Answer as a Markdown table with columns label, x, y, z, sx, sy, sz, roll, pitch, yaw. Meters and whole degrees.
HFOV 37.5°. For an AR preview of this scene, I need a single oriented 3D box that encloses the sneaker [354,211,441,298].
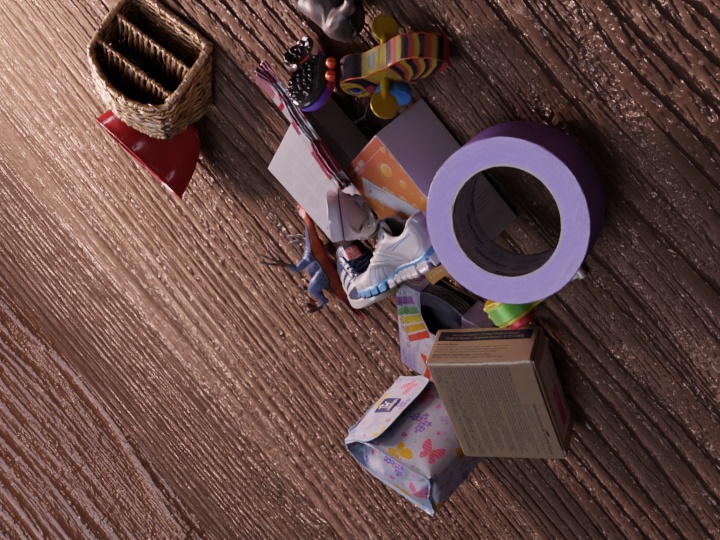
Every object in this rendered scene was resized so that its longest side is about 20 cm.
| label | x | y | z | sx | sy | sz | roll | pitch | yaw |
| --- | --- | --- | --- | --- | --- | --- | --- | --- | --- |
| sneaker | 0.045 | -0.026 | 1.402 | 0.087 | 0.075 | 0.199 | 59 | 143 | -1 |

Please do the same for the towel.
| label | x | y | z | sx | sy | sz | roll | pitch | yaw |
| --- | --- | --- | --- | --- | --- | --- | --- | --- | --- |
| towel | -0.081 | -0.193 | 1.462 | 0.201 | 0.023 | 0.144 | 55 | 178 | -5 |

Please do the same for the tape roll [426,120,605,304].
| label | x | y | z | sx | sy | sz | roll | pitch | yaw |
| --- | --- | --- | --- | --- | --- | --- | --- | --- | --- |
| tape roll | 0.182 | -0.069 | 1.249 | 0.197 | 0.085 | 0.203 | 9 | 112 | 22 |

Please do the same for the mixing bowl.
| label | x | y | z | sx | sy | sz | roll | pitch | yaw |
| --- | --- | --- | --- | --- | --- | --- | --- | --- | --- |
| mixing bowl | -0.349 | -0.229 | 1.830 | 0.200 | 0.109 | 0.200 | 42 | 176 | 4 |

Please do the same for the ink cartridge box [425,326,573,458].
| label | x | y | z | sx | sy | sz | roll | pitch | yaw |
| --- | --- | --- | --- | --- | --- | --- | --- | --- | --- |
| ink cartridge box | 0.203 | 0.177 | 1.523 | 0.162 | 0.076 | 0.202 | -4 | 128 | 27 |

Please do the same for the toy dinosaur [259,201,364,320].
| label | x | y | z | sx | sy | sz | roll | pitch | yaw |
| --- | --- | --- | --- | --- | --- | --- | --- | --- | --- |
| toy dinosaur | -0.069 | -0.027 | 1.775 | 0.196 | 0.106 | 0.183 | 11 | 131 | -6 |

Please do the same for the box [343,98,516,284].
| label | x | y | z | sx | sy | sz | roll | pitch | yaw |
| --- | --- | --- | --- | --- | --- | --- | --- | --- | --- |
| box | 0.090 | -0.102 | 1.410 | 0.201 | 0.097 | 0.124 | 51 | 152 | 0 |

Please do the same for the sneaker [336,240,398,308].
| label | x | y | z | sx | sy | sz | roll | pitch | yaw |
| --- | --- | --- | --- | --- | --- | --- | --- | --- | --- |
| sneaker | 0.000 | 0.000 | 1.629 | 0.200 | 0.074 | 0.086 | -155 | 45 | -73 |

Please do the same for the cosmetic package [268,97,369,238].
| label | x | y | z | sx | sy | sz | roll | pitch | yaw |
| --- | --- | --- | --- | --- | --- | --- | --- | --- | --- |
| cosmetic package | -0.051 | -0.155 | 1.591 | 0.151 | 0.051 | 0.200 | 50 | 150 | 5 |

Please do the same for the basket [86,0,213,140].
| label | x | y | z | sx | sy | sz | roll | pitch | yaw |
| --- | --- | --- | --- | --- | --- | --- | --- | --- | --- |
| basket | -0.348 | -0.330 | 1.712 | 0.199 | 0.142 | 0.150 | 40 | 150 | 18 |

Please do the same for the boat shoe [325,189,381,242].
| label | x | y | z | sx | sy | sz | roll | pitch | yaw |
| --- | --- | --- | --- | --- | --- | --- | --- | --- | --- |
| boat shoe | -0.006 | -0.078 | 1.472 | 0.200 | 0.064 | 0.075 | -24 | -73 | -81 |

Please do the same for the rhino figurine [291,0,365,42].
| label | x | y | z | sx | sy | sz | roll | pitch | yaw |
| --- | --- | --- | --- | --- | --- | --- | --- | --- | --- |
| rhino figurine | -0.062 | -0.364 | 1.365 | 0.200 | 0.059 | 0.088 | 43 | 147 | 32 |

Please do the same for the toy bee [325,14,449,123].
| label | x | y | z | sx | sy | sz | roll | pitch | yaw |
| --- | --- | --- | --- | --- | --- | --- | --- | --- | --- |
| toy bee | 0.016 | -0.242 | 1.325 | 0.200 | 0.107 | 0.133 | -47 | 45 | 40 |

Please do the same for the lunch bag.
| label | x | y | z | sx | sy | sz | roll | pitch | yaw |
| --- | --- | --- | --- | --- | --- | --- | --- | --- | --- |
| lunch bag | 0.090 | 0.273 | 1.755 | 0.199 | 0.169 | 0.128 | 28 | 146 | 34 |

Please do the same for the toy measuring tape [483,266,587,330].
| label | x | y | z | sx | sy | sz | roll | pitch | yaw |
| --- | --- | --- | --- | --- | --- | --- | --- | --- | --- |
| toy measuring tape | 0.221 | 0.036 | 1.413 | 0.074 | 0.073 | 0.199 | 53 | 151 | -5 |

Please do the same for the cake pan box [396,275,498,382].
| label | x | y | z | sx | sy | sz | roll | pitch | yaw |
| --- | --- | --- | --- | --- | --- | --- | --- | --- | --- |
| cake pan box | 0.139 | 0.104 | 1.622 | 0.183 | 0.052 | 0.202 | 29 | 143 | 30 |

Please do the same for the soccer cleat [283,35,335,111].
| label | x | y | z | sx | sy | sz | roll | pitch | yaw |
| --- | --- | --- | --- | --- | --- | --- | --- | --- | --- |
| soccer cleat | -0.058 | -0.250 | 1.412 | 0.073 | 0.068 | 0.201 | 47 | -168 | -27 |
